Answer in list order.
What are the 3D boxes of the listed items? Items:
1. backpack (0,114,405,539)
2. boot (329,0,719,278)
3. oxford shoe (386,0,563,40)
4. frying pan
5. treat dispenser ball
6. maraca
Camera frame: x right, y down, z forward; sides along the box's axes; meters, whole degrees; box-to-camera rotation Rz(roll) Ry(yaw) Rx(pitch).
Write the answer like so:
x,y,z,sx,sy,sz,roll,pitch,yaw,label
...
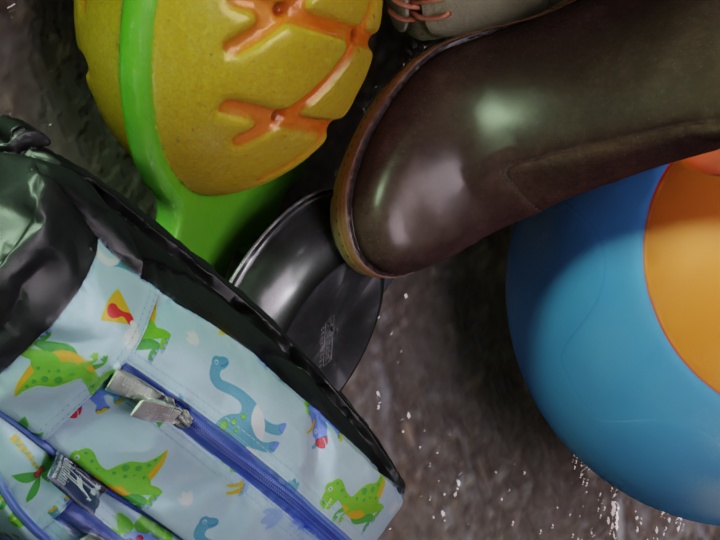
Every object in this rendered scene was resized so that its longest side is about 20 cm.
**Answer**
x,y,z,sx,sy,sz,roll,pitch,yaw,label
-0.081,0.050,0.772,0.200,0.163,0.154,26,83,-32,backpack
0.098,-0.062,0.847,0.200,0.166,0.072,-41,116,-26,boot
0.035,-0.130,0.902,0.200,0.071,0.074,32,80,-55,oxford shoe
-0.006,0.016,0.925,0.190,0.031,0.115,-19,132,-56,frying pan
0.162,0.008,0.967,0.201,0.201,0.201,-7,100,-41,treat dispenser ball
-0.048,-0.079,0.838,0.137,0.107,0.200,-42,144,-47,maraca
